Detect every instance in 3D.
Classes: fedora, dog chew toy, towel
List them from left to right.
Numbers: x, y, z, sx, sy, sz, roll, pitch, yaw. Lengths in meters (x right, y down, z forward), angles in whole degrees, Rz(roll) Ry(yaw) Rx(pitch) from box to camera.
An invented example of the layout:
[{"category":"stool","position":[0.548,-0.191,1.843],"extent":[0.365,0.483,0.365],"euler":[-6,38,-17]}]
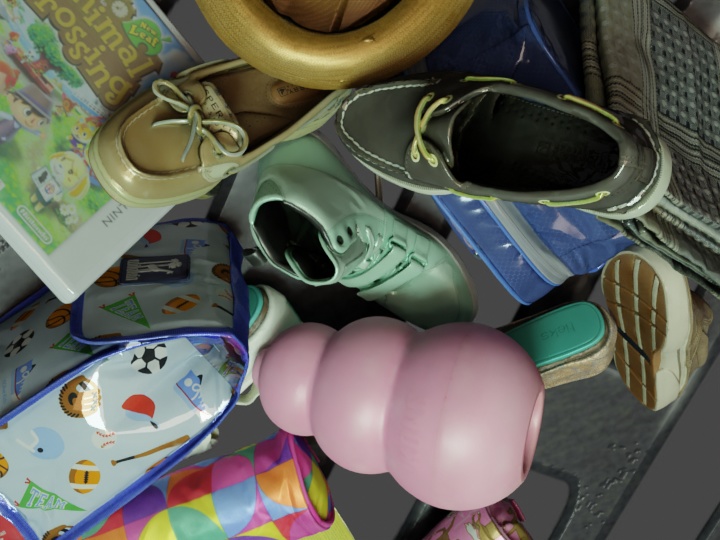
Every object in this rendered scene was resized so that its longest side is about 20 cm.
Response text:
[{"category":"fedora","position":[-0.014,-0.211,0.697],"extent":[0.199,0.082,0.202],"euler":[-1,97,-5]},{"category":"dog chew toy","position":[0.021,0.087,0.772],"extent":[0.199,0.125,0.125],"euler":[12,114,17]},{"category":"towel","position":[0.203,-0.086,0.708],"extent":[0.034,0.201,0.192],"euler":[-21,146,39]}]

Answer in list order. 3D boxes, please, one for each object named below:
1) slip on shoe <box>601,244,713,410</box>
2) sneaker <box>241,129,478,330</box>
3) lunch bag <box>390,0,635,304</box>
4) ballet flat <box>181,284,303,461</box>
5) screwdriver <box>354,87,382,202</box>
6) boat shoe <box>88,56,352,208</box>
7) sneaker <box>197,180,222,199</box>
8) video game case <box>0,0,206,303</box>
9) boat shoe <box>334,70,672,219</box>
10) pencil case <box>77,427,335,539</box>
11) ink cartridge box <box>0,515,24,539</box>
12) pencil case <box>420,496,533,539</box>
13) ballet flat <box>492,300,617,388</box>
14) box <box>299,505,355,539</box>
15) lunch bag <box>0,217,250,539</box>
[{"category":"slip on shoe","position":[0.221,0.033,0.815],"extent":[0.060,0.076,0.200],"euler":[-33,144,-8]},{"category":"sneaker","position":[-0.001,0.000,0.774],"extent":[0.200,0.118,0.074],"euler":[41,120,-17]},{"category":"lunch bag","position":[0.106,-0.079,0.746],"extent":[0.132,0.136,0.200],"euler":[-29,111,25]},{"category":"ballet flat","position":[-0.115,0.096,0.844],"extent":[0.069,0.070,0.200],"euler":[40,103,-20]},{"category":"screwdriver","position":[0.014,-0.089,0.800],"extent":[0.029,0.028,0.201],"euler":[-26,124,-27]},{"category":"boat shoe","position":[-0.078,-0.101,0.699],"extent":[0.063,0.200,0.074],"euler":[-29,95,50]},{"category":"sneaker","position":[-0.181,-0.105,0.756],"extent":[0.199,0.077,0.088],"euler":[33,139,-22]},{"category":"video game case","position":[-0.180,-0.112,0.681],"extent":[0.200,0.182,0.022],"euler":[50,142,-13]},{"category":"boat shoe","position":[0.065,-0.074,0.618],"extent":[0.200,0.060,0.072],"euler":[13,91,31]},{"category":"pencil case","position":[-0.120,0.179,0.828],"extent":[0.199,0.089,0.089],"euler":[-20,114,9]},{"category":"ink cartridge box","position":[-0.336,0.113,0.809],"extent":[0.143,0.084,0.201],"euler":[-18,115,2]},{"category":"pencil case","position":[0.054,0.260,0.919],"extent":[0.200,0.083,0.086],"euler":[-43,121,11]},{"category":"ballet flat","position":[0.097,0.078,0.853],"extent":[0.199,0.069,0.067],"euler":[-14,151,14]},{"category":"box","position":[-0.102,0.241,0.863],"extent":[0.199,0.075,0.050],"euler":[-33,104,-12]},{"category":"lunch bag","position":[-0.162,0.058,0.761],"extent":[0.199,0.170,0.124],"euler":[-33,118,9]}]
